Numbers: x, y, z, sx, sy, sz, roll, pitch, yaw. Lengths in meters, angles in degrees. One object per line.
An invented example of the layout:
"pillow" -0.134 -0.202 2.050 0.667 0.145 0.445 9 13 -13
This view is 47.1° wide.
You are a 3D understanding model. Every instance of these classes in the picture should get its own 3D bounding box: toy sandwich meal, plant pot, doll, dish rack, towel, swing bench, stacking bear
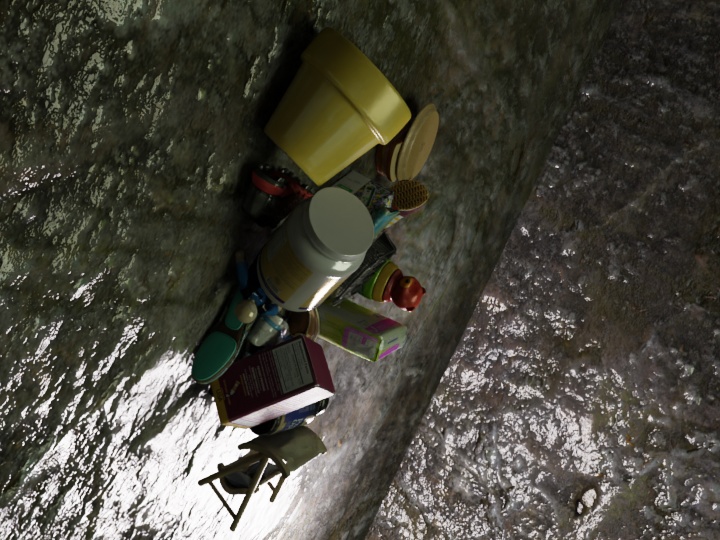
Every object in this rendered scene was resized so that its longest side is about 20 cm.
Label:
"toy sandwich meal" 0.106 -0.287 1.851 0.207 0.069 0.207 -56 161 -29
"plant pot" -0.048 -0.248 1.327 0.189 0.201 0.201 -47 161 2
"doll" -0.173 0.013 1.460 0.137 0.048 0.202 52 43 -28
"dish rack" 0.000 0.000 1.656 0.154 0.055 0.200 -47 175 15
"towel" -0.006 -0.049 1.606 0.200 0.022 0.147 -46 176 10
"swing bench" -0.205 0.420 1.773 0.200 0.130 0.198 -46 167 17
"stacking bear" 0.054 0.023 1.909 0.122 0.197 0.115 -47 156 -36

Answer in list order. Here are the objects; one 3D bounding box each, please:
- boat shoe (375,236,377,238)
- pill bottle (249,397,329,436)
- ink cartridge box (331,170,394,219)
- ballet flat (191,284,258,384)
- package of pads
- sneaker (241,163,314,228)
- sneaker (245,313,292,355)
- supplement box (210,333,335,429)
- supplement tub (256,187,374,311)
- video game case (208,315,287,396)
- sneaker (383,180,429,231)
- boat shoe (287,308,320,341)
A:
"boat shoe" -0.022 -0.056 1.765 0.064 0.076 0.202 -24 170 -26
"pill bottle" -0.158 0.285 1.787 0.198 0.111 0.114 -2 119 -55
"ink cartridge box" -0.028 -0.121 1.646 0.200 0.107 0.051 -41 152 -46
"ballet flat" -0.233 0.118 1.489 0.202 0.073 0.074 -58 160 -10
"package of pads" -0.011 0.131 1.880 0.154 0.197 0.070 -15 124 -63
"sneaker" -0.143 -0.122 1.407 0.099 0.070 0.200 -59 166 11
"sneaker" -0.182 0.129 1.574 0.087 0.075 0.201 -47 165 -12
"supplement box" -0.163 0.210 1.536 0.196 0.105 0.131 -22 161 7
"supplement tub" -0.076 -0.034 1.383 0.145 0.146 0.200 -44 -179 -41
"video game case" -0.222 0.168 1.656 0.146 0.019 0.199 -67 162 12
"sneaker" 0.062 -0.137 1.864 0.197 0.076 0.090 -25 169 -18
"boat shoe" -0.138 0.148 1.767 0.074 0.075 0.203 -35 146 -47
